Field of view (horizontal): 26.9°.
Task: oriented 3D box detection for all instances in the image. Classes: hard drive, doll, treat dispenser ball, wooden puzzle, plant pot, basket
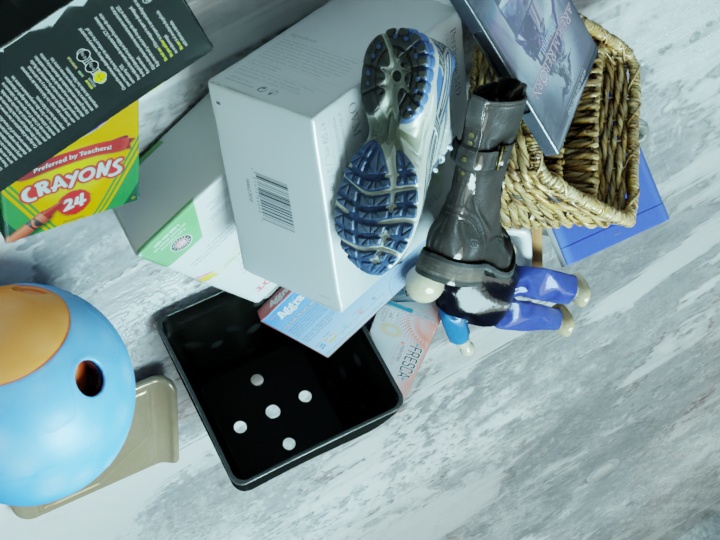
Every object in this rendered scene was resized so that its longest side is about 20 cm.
[{"bbox_3d":[0.230,-0.122,1.578,0.131,0.201,0.025,-23,-179,-18],"label":"hard drive"},{"bbox_3d":[0.134,0.029,1.529,0.199,0.049,0.137,10,119,-29],"label":"doll"},{"bbox_3d":[-0.305,0.112,1.370,0.200,0.201,0.202,-25,150,-16],"label":"treat dispenser ball"},{"bbox_3d":[-0.301,0.193,1.672,0.198,0.037,0.186,-18,148,-18],"label":"wooden puzzle"},{"bbox_3d":[-0.092,0.129,1.634,0.199,0.200,0.178,-24,161,-16],"label":"plant pot"},{"bbox_3d":[0.186,-0.152,1.435,0.148,0.202,0.143,-1,155,19],"label":"basket"}]

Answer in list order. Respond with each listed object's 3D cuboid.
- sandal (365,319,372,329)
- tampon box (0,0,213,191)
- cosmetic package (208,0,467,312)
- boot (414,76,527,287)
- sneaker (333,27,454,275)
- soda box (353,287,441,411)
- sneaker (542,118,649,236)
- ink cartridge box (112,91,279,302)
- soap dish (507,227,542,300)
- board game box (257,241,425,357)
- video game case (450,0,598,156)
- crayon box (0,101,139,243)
[{"bbox_3d":[0.008,0.081,1.758,0.200,0.087,0.079,-43,154,19],"label":"sandal"},{"bbox_3d":[-0.235,-0.181,1.058,0.199,0.150,0.126,-33,150,-1],"label":"tampon box"},{"bbox_3d":[-0.008,-0.111,1.307,0.200,0.122,0.201,-41,139,-35],"label":"cosmetic package"},{"bbox_3d":[0.114,-0.081,1.307,0.200,0.069,0.176,-24,131,-70],"label":"boot"},{"bbox_3d":[0.040,-0.093,1.210,0.085,0.077,0.202,-12,119,-57],"label":"sneaker"},{"bbox_3d":[0.041,0.072,1.632,0.201,0.068,0.064,109,3,-56],"label":"soda box"},{"bbox_3d":[0.254,-0.111,1.627,0.201,0.099,0.078,-57,157,-28],"label":"sneaker"},{"bbox_3d":[-0.117,-0.063,1.417,0.145,0.088,0.200,-42,148,15],"label":"ink cartridge box"},{"bbox_3d":[0.095,-0.040,1.588,0.198,0.082,0.158,3,149,10],"label":"soap dish"},{"bbox_3d":[0.000,0.000,1.496,0.200,0.020,0.103,-43,134,17],"label":"board game box"},{"bbox_3d":[0.146,-0.223,1.337,0.019,0.144,0.200,-8,133,38],"label":"video game case"},{"bbox_3d":[-0.248,-0.119,1.240,0.126,0.051,0.201,-21,148,-22],"label":"crayon box"}]
